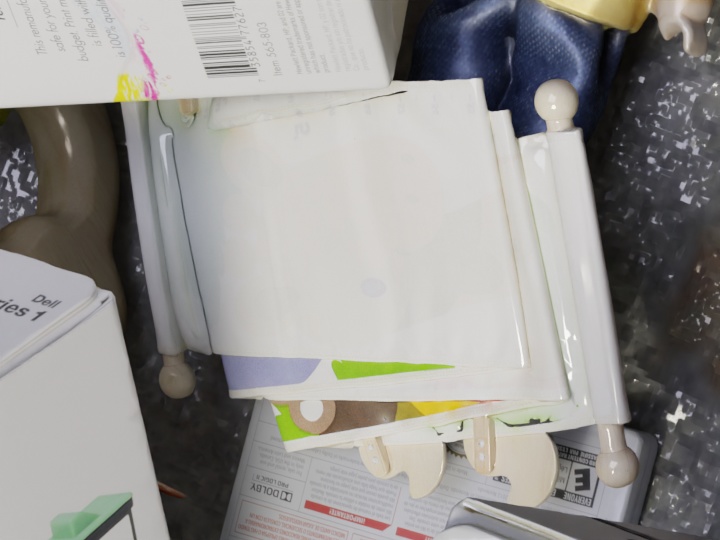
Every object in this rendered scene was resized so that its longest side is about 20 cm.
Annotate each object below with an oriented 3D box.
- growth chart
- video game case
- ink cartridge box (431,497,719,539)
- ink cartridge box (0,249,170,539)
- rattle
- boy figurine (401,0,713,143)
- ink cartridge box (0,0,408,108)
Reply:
[{"bbox_3d":[0.000,0.000,0.935,0.199,0.018,0.146,7,107,36],"label":"growth chart"},{"bbox_3d":[0.008,0.134,0.958,0.143,0.018,0.201,14,88,29],"label":"video game case"},{"bbox_3d":[0.078,0.150,0.813,0.083,0.200,0.145,19,91,30],"label":"ink cartridge box"},{"bbox_3d":[-0.134,0.094,0.935,0.144,0.084,0.201,16,128,39],"label":"ink cartridge box"},{"bbox_3d":[-0.152,0.003,1.022,0.142,0.130,0.201,-20,94,20],"label":"rattle"},{"bbox_3d":[0.067,-0.117,0.941,0.124,0.064,0.201,23,92,30],"label":"boy figurine"},{"bbox_3d":[-0.092,-0.113,0.902,0.199,0.115,0.068,-2,47,14],"label":"ink cartridge box"}]
